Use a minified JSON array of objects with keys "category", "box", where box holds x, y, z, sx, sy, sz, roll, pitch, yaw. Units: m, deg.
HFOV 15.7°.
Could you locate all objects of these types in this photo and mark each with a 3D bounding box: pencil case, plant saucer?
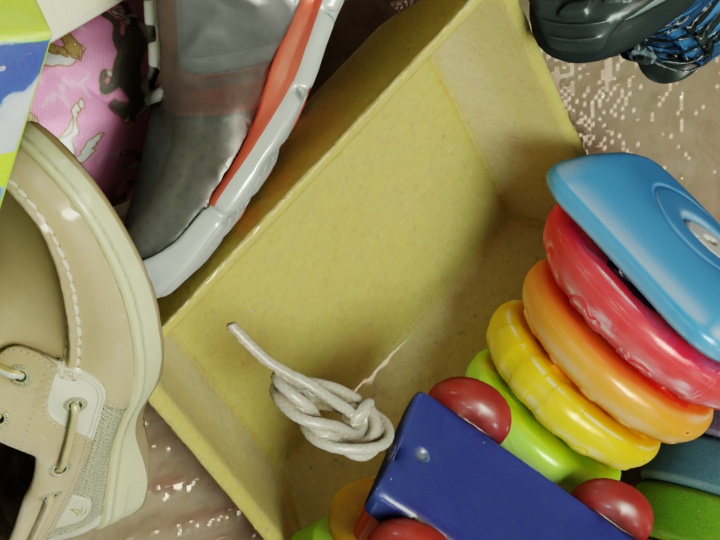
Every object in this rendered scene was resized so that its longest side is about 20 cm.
[{"category":"pencil case","box":[-0.117,-0.042,0.938,0.200,0.083,0.087,-34,106,-18]},{"category":"plant saucer","box":[0.000,0.000,1.013,0.200,0.048,0.200,-47,147,-10]}]

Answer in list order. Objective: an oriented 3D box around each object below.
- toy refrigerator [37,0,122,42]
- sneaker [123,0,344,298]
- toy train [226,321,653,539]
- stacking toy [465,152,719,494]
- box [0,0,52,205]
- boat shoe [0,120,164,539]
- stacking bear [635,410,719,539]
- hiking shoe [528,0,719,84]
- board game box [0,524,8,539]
[{"category":"toy refrigerator","box":[-0.081,-0.151,0.927,0.200,0.076,0.070,-32,120,-18]},{"category":"sneaker","box":[-0.049,-0.090,0.890,0.082,0.077,0.201,24,87,-2]},{"category":"toy train","box":[0.006,0.094,0.992,0.200,0.116,0.085,35,51,-13]},{"category":"stacking toy","box":[0.074,0.058,1.044,0.200,0.110,0.116,-48,159,18]},{"category":"box","box":[-0.170,-0.024,0.787,0.122,0.048,0.200,-6,137,-30]},{"category":"boat shoe","box":[-0.113,0.033,0.889,0.065,0.072,0.200,-30,150,-25]},{"category":"stacking bear","box":[0.163,0.135,1.126,0.121,0.114,0.201,25,80,-26]},{"category":"hiking shoe","box":[0.123,-0.109,1.021,0.200,0.074,0.087,-40,134,-54]},{"category":"board game box","box":[-0.202,0.179,0.980,0.200,0.047,0.151,-38,121,-16]}]
